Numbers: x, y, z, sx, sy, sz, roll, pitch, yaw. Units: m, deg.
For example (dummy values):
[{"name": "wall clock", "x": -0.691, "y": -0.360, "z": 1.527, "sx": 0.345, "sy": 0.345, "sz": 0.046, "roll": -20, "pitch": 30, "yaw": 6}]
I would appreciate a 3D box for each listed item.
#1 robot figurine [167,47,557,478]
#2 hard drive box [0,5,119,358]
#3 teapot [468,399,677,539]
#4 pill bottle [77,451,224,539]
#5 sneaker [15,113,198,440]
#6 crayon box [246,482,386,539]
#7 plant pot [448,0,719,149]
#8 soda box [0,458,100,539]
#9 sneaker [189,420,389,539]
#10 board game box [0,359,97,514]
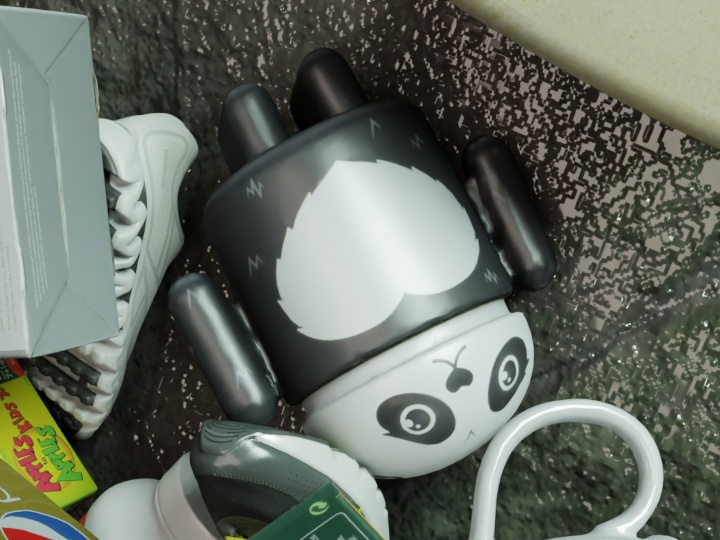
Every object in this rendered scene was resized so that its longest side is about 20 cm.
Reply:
[{"name": "robot figurine", "x": 0.001, "y": -0.001, "z": 0.735, "sx": 0.149, "sy": 0.124, "sz": 0.202, "roll": -30, "pitch": 82, "yaw": 27}, {"name": "hard drive box", "x": -0.225, "y": -0.036, "z": 0.751, "sx": 0.198, "sy": 0.077, "sz": 0.158, "roll": -3, "pitch": 94, "yaw": 25}, {"name": "teapot", "x": 0.131, "y": 0.187, "z": 0.686, "sx": 0.145, "sy": 0.201, "sz": 0.197, "roll": -34, "pitch": 43, "yaw": -14}, {"name": "pill bottle", "x": -0.126, "y": 0.189, "z": 0.811, "sx": 0.113, "sy": 0.112, "sz": 0.200, "roll": 47, "pitch": 109, "yaw": 13}, {"name": "sneaker", "x": -0.132, "y": 0.006, "z": 0.824, "sx": 0.075, "sy": 0.081, "sz": 0.202, "roll": 33, "pitch": 125, "yaw": 20}, {"name": "crayon box", "x": 0.029, "y": 0.204, "z": 0.667, "sx": 0.051, "sy": 0.126, "sz": 0.201, "roll": -33, "pitch": 123, "yaw": -14}, {"name": "plant pot", "x": 0.136, "y": -0.164, "z": 0.638, "sx": 0.177, "sy": 0.200, "sz": 0.200, "roll": 42, "pitch": 109, "yaw": 3}, {"name": "soda box", "x": -0.184, "y": 0.137, "z": 0.743, "sx": 0.199, "sy": 0.067, "sz": 0.065, "roll": 32, "pitch": 103, "yaw": 26}, {"name": "sneaker", "x": -0.024, "y": 0.145, "z": 0.721, "sx": 0.074, "sy": 0.201, "sz": 0.085, "roll": 3, "pitch": 54, "yaw": 34}, {"name": "board game box", "x": -0.239, "y": 0.135, "z": 0.864, "sx": 0.200, "sy": 0.047, "sz": 0.102, "roll": -43, "pitch": 77, "yaw": 35}]
